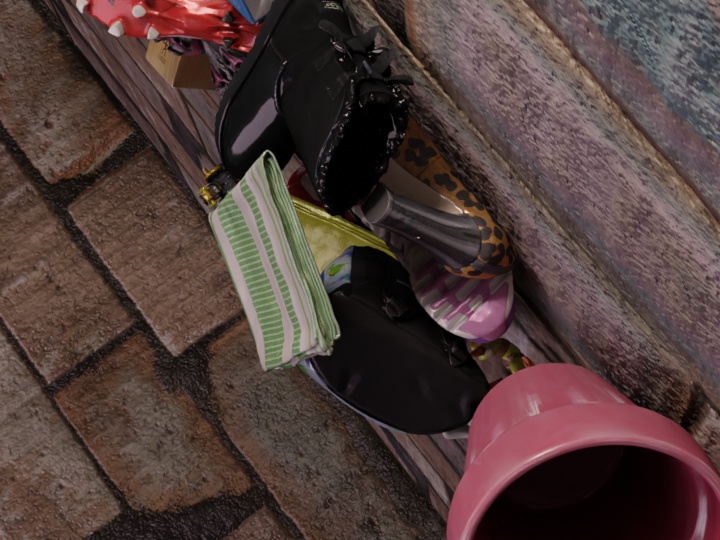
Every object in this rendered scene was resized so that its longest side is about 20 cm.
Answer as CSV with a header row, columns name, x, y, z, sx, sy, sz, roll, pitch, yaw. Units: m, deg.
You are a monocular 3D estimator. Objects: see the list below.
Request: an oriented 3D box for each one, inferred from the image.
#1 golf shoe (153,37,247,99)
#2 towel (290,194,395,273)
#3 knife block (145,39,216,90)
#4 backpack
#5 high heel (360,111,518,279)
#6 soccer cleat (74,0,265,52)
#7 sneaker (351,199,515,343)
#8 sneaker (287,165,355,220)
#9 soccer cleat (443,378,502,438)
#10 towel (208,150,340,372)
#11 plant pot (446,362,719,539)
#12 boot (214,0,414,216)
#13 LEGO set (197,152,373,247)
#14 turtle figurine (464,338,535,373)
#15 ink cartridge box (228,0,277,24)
name,x,y,z,sx,sy,sz,roll,pitch,yaw
golf shoe,-0.097,-0.194,1.414,0.200,0.092,0.073,45,142,-8
towel,0.000,0.000,1.543,0.200,0.018,0.086,26,131,8
knife block,-0.122,-0.254,1.513,0.064,0.200,0.176,48,126,43
backpack,0.015,0.054,1.388,0.163,0.154,0.200,33,-155,-15
high heel,0.048,-0.076,1.280,0.143,0.071,0.200,24,-147,-32
soccer cleat,-0.142,-0.224,1.334,0.200,0.085,0.069,13,125,9
sneaker,0.070,-0.011,1.341,0.200,0.080,0.088,54,-179,39
sneaker,0.000,-0.023,1.763,0.200,0.078,0.116,63,-173,33
soccer cleat,0.154,0.186,1.584,0.200,0.085,0.069,48,170,41
towel,-0.069,0.002,1.261,0.200,0.023,0.153,149,102,-73
plant pot,0.156,0.163,1.210,0.200,0.200,0.179,57,-172,-24
boot,-0.037,-0.104,1.221,0.198,0.073,0.163,-64,38,34
LEGO set,-0.064,-0.059,1.595,0.200,0.154,0.116,58,-170,-5
turtle figurine,0.151,0.117,1.440,0.200,0.064,0.161,63,-178,28
ink cartridge box,-0.124,-0.291,1.266,0.200,0.068,0.116,48,170,41
